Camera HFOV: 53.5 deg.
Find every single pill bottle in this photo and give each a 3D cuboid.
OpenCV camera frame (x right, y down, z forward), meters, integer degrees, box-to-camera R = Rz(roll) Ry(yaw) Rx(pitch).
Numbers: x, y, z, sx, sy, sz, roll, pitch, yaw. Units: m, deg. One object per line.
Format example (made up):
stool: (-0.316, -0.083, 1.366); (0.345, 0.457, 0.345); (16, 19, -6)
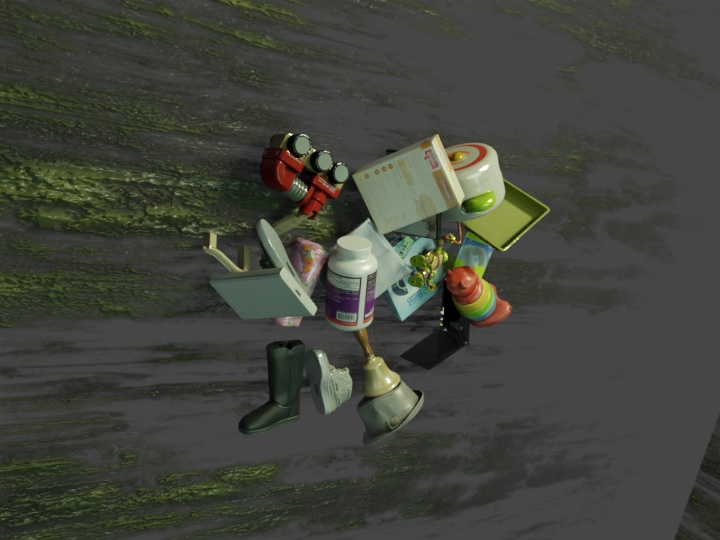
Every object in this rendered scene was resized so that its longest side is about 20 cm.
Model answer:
pill bottle: (-0.021, 0.028, 1.605); (0.112, 0.112, 0.201); (-13, 122, -31)

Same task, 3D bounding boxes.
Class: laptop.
laptop: (0.204, 0.150, 1.895); (0.187, 0.115, 0.201); (32, 59, -55)

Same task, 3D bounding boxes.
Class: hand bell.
hand bell: (0.017, 0.202, 1.785); (0.104, 0.104, 0.201); (-29, 109, -22)

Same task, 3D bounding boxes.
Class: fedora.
fedora: (0.061, 0.346, 1.820); (0.200, 0.177, 0.090); (-33, 100, 19)

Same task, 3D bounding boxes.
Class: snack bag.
snack bag: (0.000, 0.000, 1.677); (0.188, 0.021, 0.200); (-38, 123, 4)

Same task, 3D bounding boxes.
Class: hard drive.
hard drive: (-0.204, 0.050, 1.487); (0.132, 0.199, 0.026); (54, 45, -36)

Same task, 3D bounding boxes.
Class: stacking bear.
stacking bear: (0.282, 0.057, 1.815); (0.114, 0.122, 0.200); (-40, 138, 6)

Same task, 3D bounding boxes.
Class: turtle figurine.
turtle figurine: (0.174, -0.029, 1.737); (0.161, 0.064, 0.201); (-25, 141, -53)

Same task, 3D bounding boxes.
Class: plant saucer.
plant saucer: (0.335, -0.140, 1.792); (0.200, 0.200, 0.048); (-38, 152, -28)

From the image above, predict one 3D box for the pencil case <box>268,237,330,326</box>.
pencil case: (-0.141, 0.030, 1.592); (0.087, 0.087, 0.201); (18, 97, -38)

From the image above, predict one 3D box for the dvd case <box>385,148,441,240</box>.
dvd case: (0.123, -0.177, 1.661); (0.018, 0.142, 0.201); (-31, 126, -51)

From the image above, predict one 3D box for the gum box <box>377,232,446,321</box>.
gum box: (0.121, -0.002, 1.786); (0.170, 0.045, 0.200); (-38, 126, -17)

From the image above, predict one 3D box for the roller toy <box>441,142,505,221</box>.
roller toy: (0.241, -0.217, 1.700); (0.183, 0.199, 0.140); (-50, 131, -41)

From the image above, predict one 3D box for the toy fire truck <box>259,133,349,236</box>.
toy fire truck: (-0.148, -0.167, 1.500); (0.176, 0.128, 0.201); (32, 79, -39)

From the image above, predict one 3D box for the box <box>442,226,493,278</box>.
box: (0.296, -0.066, 1.883); (0.122, 0.048, 0.201); (15, 99, -38)

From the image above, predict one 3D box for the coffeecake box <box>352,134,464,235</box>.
coffeecake box: (0.107, -0.189, 1.587); (0.154, 0.199, 0.073); (64, 24, -15)

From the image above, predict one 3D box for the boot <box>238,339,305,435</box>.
boot: (-0.205, 0.266, 1.647); (0.164, 0.066, 0.201); (-12, 118, -41)

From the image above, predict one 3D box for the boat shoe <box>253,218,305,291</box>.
boat shoe: (-0.181, -0.010, 1.505); (0.056, 0.069, 0.201); (-23, 104, 12)

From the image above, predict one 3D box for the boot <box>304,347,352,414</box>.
boot: (-0.074, 0.253, 1.742); (0.095, 0.073, 0.201); (-28, 130, -31)

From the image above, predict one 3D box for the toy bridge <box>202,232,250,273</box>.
toy bridge: (-0.247, -0.019, 1.509); (0.200, 0.027, 0.067); (20, 55, -40)
